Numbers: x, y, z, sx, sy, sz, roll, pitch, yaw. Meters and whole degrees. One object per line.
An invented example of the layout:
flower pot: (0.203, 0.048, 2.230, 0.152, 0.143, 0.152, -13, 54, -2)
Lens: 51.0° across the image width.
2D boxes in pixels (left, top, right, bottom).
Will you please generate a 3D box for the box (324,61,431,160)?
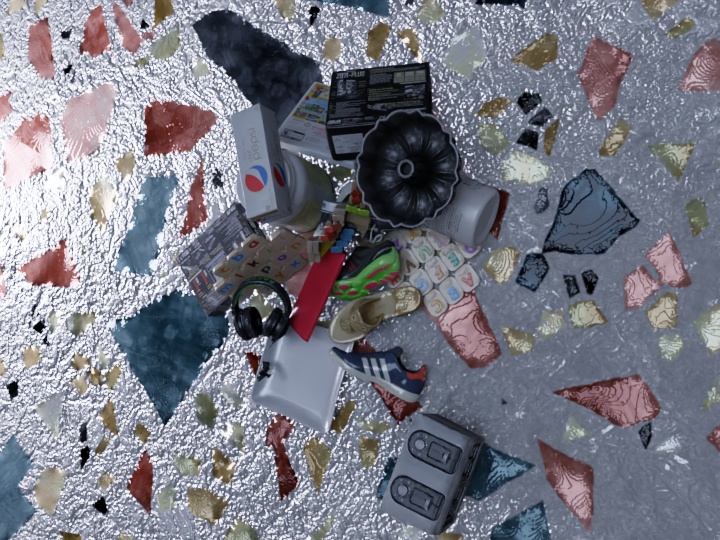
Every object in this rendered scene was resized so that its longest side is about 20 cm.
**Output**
box: (0.039, -0.304, 1.444, 0.194, 0.087, 0.167, -4, 52, 9)

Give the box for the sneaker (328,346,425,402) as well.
sneaker: (0.037, 0.176, 1.464, 0.196, 0.075, 0.086, 24, 93, 4)

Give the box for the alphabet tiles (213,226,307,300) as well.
alphabet tiles: (-0.200, -0.011, 1.524, 0.199, 0.194, 0.015, -39, 61, 16)

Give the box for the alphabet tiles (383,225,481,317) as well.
alphabet tiles: (0.136, -0.021, 1.476, 0.199, 0.015, 0.198, -38, 72, 16)

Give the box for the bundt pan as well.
bundt pan: (0.093, -0.178, 1.333, 0.197, 0.075, 0.208, 2, 94, 28)

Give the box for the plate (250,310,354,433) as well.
plate: (-0.118, 0.206, 1.559, 0.195, 0.032, 0.205, 17, 92, 23)

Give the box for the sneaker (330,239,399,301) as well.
sneaker: (0.000, 0.000, 1.508, 0.197, 0.077, 0.085, -22, 44, 31)

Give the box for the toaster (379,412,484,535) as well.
toaster: (0.132, 0.362, 1.360, 0.116, 0.200, 0.185, 22, 86, 21)

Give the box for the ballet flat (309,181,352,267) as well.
ballet flat: (-0.047, -0.086, 1.527, 0.069, 0.069, 0.203, 30, 96, 22)

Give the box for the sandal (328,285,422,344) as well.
sandal: (0.016, 0.078, 1.465, 0.208, 0.069, 0.079, -23, 73, 16)

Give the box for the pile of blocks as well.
pile of blocks: (-0.030, -0.083, 1.408, 0.082, 0.062, 0.201, 37, 105, -2)

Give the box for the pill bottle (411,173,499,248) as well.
pill bottle: (0.151, -0.133, 1.412, 0.197, 0.114, 0.117, 28, 97, 23)

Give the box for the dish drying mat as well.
dish drying mat: (-0.086, 0.038, 1.506, 0.077, 0.018, 0.203, 44, 116, 43)

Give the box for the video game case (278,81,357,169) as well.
video game case: (-0.054, -0.297, 1.527, 0.196, 0.023, 0.184, 19, 60, 24)

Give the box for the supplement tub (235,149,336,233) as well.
supplement tub: (-0.147, -0.159, 1.511, 0.141, 0.199, 0.149, -2, 84, 23)

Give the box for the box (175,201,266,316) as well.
box: (-0.292, -0.023, 1.646, 0.199, 0.050, 0.159, -40, 72, 16)

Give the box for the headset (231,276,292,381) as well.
headset: (-0.200, 0.116, 1.518, 0.120, 0.094, 0.205, 3, 115, 10)

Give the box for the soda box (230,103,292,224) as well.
soda box: (-0.181, -0.194, 1.385, 0.067, 0.063, 0.205, -15, 80, 21)

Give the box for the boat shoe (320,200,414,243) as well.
boat shoe: (0.018, -0.089, 1.468, 0.194, 0.074, 0.070, 7, 100, -10)
